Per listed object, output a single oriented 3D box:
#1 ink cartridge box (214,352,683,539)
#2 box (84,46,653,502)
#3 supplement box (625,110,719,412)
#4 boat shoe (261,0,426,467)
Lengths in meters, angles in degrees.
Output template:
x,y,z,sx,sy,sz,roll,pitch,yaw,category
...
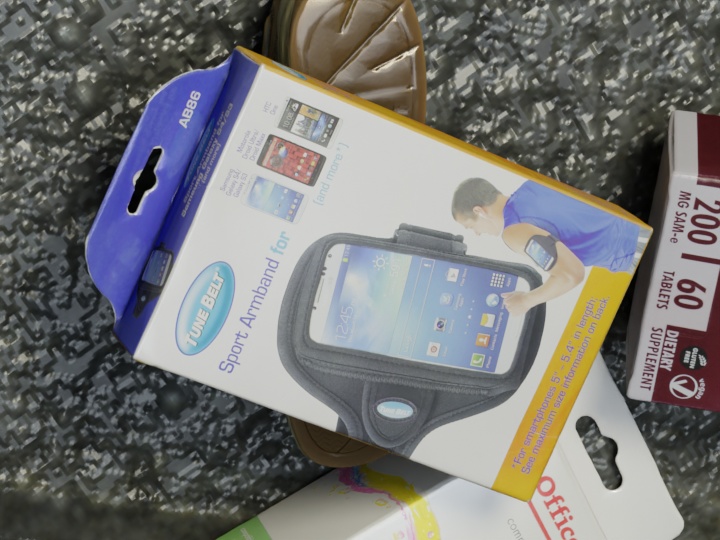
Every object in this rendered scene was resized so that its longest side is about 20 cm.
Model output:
x,y,z,sx,sy,sz,roll,pitch,yaw,category
0.042,0.126,1.157,0.199,0.067,0.117,-31,112,-5,ink cartridge box
0.000,0.000,1.050,0.199,0.041,0.119,21,98,-25,box
0.214,0.009,1.132,0.199,0.061,0.109,8,120,1,supplement box
-0.006,-0.023,1.099,0.071,0.065,0.201,-4,107,-18,boat shoe
